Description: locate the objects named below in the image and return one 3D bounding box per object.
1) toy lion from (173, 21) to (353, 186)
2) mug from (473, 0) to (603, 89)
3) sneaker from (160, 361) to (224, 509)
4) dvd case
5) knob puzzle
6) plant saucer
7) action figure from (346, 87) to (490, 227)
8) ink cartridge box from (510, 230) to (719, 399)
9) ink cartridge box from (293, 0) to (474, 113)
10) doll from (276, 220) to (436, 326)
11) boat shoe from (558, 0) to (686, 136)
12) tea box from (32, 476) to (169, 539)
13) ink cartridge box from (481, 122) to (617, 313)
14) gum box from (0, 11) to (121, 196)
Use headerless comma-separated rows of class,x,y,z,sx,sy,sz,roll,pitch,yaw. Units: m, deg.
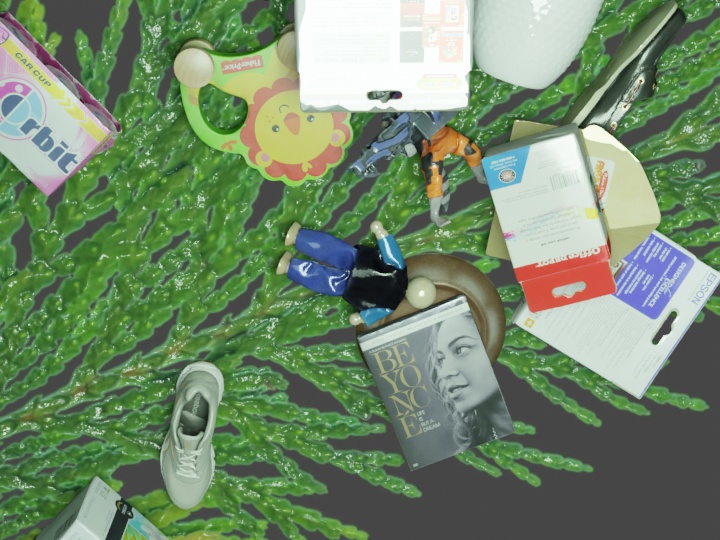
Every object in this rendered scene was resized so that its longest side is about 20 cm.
toy lion,-0.112,-0.195,1.368,0.198,0.069,0.193,-9,112,0
mug,0.182,-0.320,1.311,0.199,0.147,0.176,26,114,22
sneaker,-0.224,0.224,1.452,0.075,0.092,0.201,6,105,-3
dvd case,0.099,0.147,1.447,0.148,0.016,0.201,-21,105,4
knob puzzle,0.270,-0.085,1.385,0.218,0.030,0.221,4,108,11
plant saucer,0.093,0.079,1.456,0.199,0.037,0.202,-1,104,-3
action figure,0.063,-0.147,1.364,0.199,0.105,0.194,-34,100,-19
ink cartridge box,0.330,0.034,1.448,0.199,0.043,0.199,31,101,-7
ink cartridge box,0.025,-0.271,1.264,0.198,0.084,0.177,0,107,-2
doll,0.000,0.000,1.403,0.199,0.048,0.137,20,104,6
boat shoe,0.328,-0.234,1.364,0.063,0.074,0.202,34,107,-9
tea box,-0.353,0.424,1.477,0.197,0.134,0.200,43,99,-12
ink cartridge box,0.230,-0.062,1.348,0.115,0.067,0.201,-14,104,17
gum box,-0.396,-0.195,1.347,0.113,0.066,0.200,-42,103,10
